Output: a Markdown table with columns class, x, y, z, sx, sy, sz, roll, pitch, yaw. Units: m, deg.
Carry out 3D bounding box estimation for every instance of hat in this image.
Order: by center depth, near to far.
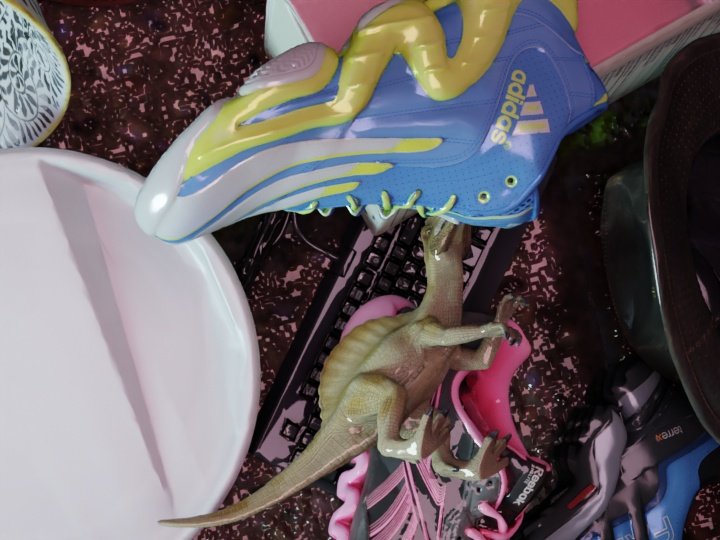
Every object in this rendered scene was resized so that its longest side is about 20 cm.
| class | x | y | z | sx | sy | sz | roll | pitch | yaw |
| --- | --- | --- | --- | --- | --- | --- | --- | --- | --- |
| hat | 0.159 | -0.008 | 1.053 | 0.200 | 0.081 | 0.202 | 5 | 83 | -46 |

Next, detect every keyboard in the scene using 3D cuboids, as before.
| class | x | y | z | sx | sy | sz | roll | pitch | yaw |
| --- | --- | --- | --- | --- | --- | --- | --- | --- | --- |
| keyboard | 0.000 | 0.000 | 1.084 | 0.126 | 0.021 | 0.201 | 26 | 89 | -5 |

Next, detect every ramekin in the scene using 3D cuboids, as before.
| class | x | y | z | sx | sy | sz | roll | pitch | yaw |
| --- | --- | --- | --- | --- | --- | --- | --- | --- | --- |
| ramekin | -0.145 | 0.045 | 1.039 | 0.200 | 0.094 | 0.204 | 0 | 92 | -3 |

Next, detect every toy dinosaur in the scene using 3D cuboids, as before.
| class | x | y | z | sx | sy | sz | roll | pitch | yaw |
| --- | --- | --- | --- | --- | --- | --- | --- | --- | --- |
| toy dinosaur | 0.012 | 0.058 | 0.987 | 0.200 | 0.101 | 0.058 | -52 | 132 | -16 |

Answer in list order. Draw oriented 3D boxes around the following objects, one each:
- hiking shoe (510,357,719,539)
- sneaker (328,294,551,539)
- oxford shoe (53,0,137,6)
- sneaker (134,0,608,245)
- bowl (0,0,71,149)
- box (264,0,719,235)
| class | x | y | z | sx | sy | sz | roll | pitch | yaw |
| --- | --- | --- | --- | --- | --- | --- | --- | --- | --- |
| hiking shoe | 0.106 | 0.142 | 1.068 | 0.086 | 0.074 | 0.201 | 33 | 89 | -4 |
| sneaker | 0.038 | 0.108 | 1.018 | 0.095 | 0.079 | 0.202 | -4 | 80 | 30 |
| oxford shoe | -0.103 | -0.170 | 1.060 | 0.198 | 0.071 | 0.075 | 4 | 59 | 1 |
| sneaker | 0.014 | -0.047 | 0.903 | 0.199 | 0.076 | 0.105 | -34 | 86 | -8 |
| bowl | -0.224 | -0.123 | 1.002 | 0.199 | 0.201 | 0.095 | 1 | 64 | -4 |
| box | 0.067 | -0.117 | 1.019 | 0.199 | 0.128 | 0.109 | -30 | 84 | -8 |
